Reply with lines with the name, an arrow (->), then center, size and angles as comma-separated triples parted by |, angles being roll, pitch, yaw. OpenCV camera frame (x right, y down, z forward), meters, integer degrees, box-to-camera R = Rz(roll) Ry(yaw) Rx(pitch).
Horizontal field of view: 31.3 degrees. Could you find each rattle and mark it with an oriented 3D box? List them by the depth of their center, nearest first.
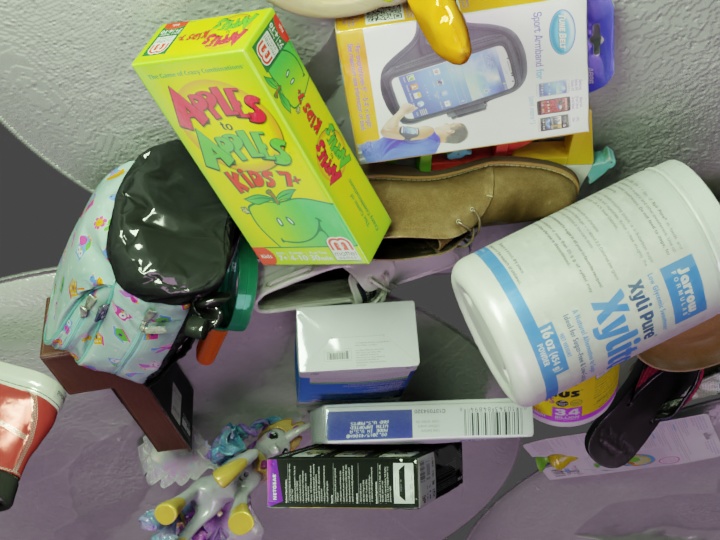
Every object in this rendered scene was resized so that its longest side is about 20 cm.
rattle -> -0.046, -0.178, 0.810 | 0.200, 0.143, 0.130 | -1, 162, -17

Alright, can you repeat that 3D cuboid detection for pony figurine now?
pony figurine -> -0.148, 0.226, 1.302 | 0.193, 0.200, 0.167 | -32, 95, 23

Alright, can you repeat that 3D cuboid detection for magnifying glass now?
magnifying glass -> -0.120, 0.036, 1.146 | 0.022, 0.080, 0.200 | 5, 153, -18

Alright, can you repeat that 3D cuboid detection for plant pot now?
plant pot -> 0.323, 0.008, 1.159 | 0.200, 0.028, 0.200 | -14, 131, -16

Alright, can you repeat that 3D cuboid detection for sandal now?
sandal -> 0.293, 0.111, 1.241 | 0.075, 0.045, 0.200 | 31, 95, -19

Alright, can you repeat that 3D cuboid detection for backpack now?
backpack -> -0.175, 0.002, 1.032 | 0.126, 0.167, 0.200 | 25, 139, -13

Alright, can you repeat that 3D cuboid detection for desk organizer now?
desk organizer -> -0.225, 0.099, 1.209 | 0.077, 0.072, 0.200 | -9, 143, 8

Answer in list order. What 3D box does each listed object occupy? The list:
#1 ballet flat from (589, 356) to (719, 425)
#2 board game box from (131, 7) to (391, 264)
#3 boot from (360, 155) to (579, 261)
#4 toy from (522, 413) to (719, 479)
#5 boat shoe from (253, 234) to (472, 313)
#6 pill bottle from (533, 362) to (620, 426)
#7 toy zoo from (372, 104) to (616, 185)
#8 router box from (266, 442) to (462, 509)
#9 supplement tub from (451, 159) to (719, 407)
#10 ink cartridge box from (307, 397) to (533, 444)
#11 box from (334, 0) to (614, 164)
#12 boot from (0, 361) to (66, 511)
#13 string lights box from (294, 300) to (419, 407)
ballet flat -> 0.315, 0.102, 1.308 | 0.200, 0.074, 0.074 | -18, 142, 13
board game box -> -0.067, -0.089, 0.923 | 0.101, 0.048, 0.200 | 0, 137, 35
boot -> 0.082, -0.043, 1.022 | 0.200, 0.076, 0.074 | -5, 139, -8
toy -> 0.288, 0.182, 1.415 | 0.200, 0.047, 0.115 | -15, 146, 17
boat shoe -> 0.000, 0.000, 1.110 | 0.200, 0.066, 0.072 | -5, 143, -2
pill bottle -> 0.188, 0.054, 1.179 | 0.104, 0.104, 0.200 | -8, 143, 3
toy zoo -> 0.108, -0.090, 1.043 | 0.200, 0.020, 0.131 | -3, 143, -4
router box -> 0.010, 0.199, 1.273 | 0.149, 0.051, 0.200 | -2, 177, 17
supplement tub -> 0.185, 0.011, 1.013 | 0.200, 0.132, 0.132 | -26, 143, -3
ink cartridge box -> 0.052, 0.150, 1.263 | 0.196, 0.043, 0.200 | -2, 172, -7
box -> 0.087, -0.147, 0.931 | 0.200, 0.042, 0.119 | -7, 132, 4
boot -> -0.382, 0.142, 1.146 | 0.200, 0.144, 0.072 | 14, 150, 14
string lights box -> -0.008, 0.080, 1.165 | 0.103, 0.059, 0.200 | -3, 166, -5
